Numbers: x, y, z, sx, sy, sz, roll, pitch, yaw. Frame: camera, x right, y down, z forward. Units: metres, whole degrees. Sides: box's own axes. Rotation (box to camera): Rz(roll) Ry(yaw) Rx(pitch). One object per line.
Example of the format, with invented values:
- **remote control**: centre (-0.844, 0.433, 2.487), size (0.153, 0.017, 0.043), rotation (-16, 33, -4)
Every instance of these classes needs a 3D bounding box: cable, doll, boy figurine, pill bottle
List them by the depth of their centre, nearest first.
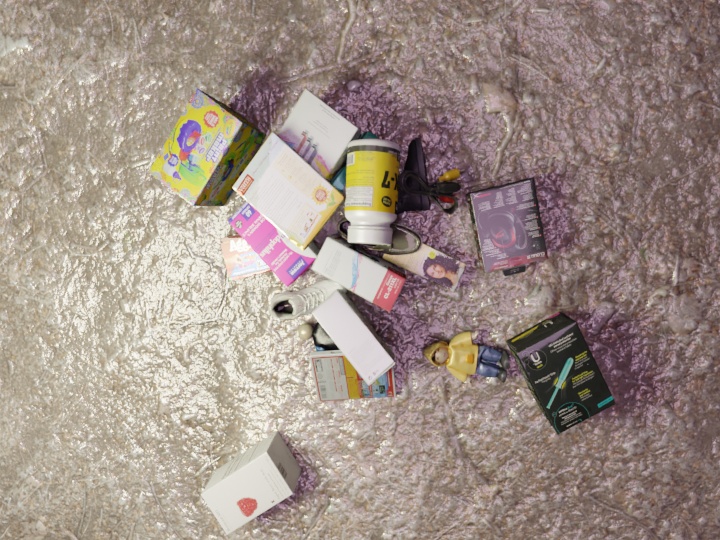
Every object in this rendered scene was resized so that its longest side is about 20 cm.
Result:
- **pill bottle**: centre (0.023, -0.159, 1.102), size (0.110, 0.114, 0.207), rotation (3, 92, 4)
- **cable**: centre (0.156, -0.177, 1.177), size (0.195, 0.050, 0.100), rotation (-4, 112, -30)
- **boy figurine**: centre (0.248, 0.201, 1.250), size (0.194, 0.065, 0.128), rotation (13, 100, -1)
- **doll**: centre (-0.057, 0.168, 1.275), size (0.194, 0.048, 0.141), rotation (14, 99, 2)

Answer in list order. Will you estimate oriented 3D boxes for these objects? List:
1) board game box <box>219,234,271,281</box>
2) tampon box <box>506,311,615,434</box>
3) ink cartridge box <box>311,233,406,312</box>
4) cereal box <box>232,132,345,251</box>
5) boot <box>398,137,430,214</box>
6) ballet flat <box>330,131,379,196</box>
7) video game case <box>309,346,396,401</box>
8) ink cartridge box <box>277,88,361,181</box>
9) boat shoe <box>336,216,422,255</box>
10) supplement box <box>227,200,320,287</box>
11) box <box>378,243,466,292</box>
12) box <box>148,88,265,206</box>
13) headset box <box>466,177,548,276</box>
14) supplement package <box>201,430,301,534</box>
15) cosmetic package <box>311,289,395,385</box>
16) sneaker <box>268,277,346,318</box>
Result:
- **board game box**: centre (-0.234, -0.048, 1.278), size (0.194, 0.019, 0.106), rotation (-13, 95, 5)
- **tampon box**: centre (0.449, 0.226, 1.206), size (0.147, 0.126, 0.204), rotation (-28, 93, 6)
- **ink cartridge box**: centre (0.000, 0.000, 1.202), size (0.196, 0.146, 0.084), rotation (28, 98, 0)
- **cereal box**: centre (-0.148, -0.162, 1.102), size (0.199, 0.040, 0.145), rotation (42, 98, -1)
- **boot**: centre (0.055, -0.207, 1.222), size (0.193, 0.066, 0.171), rotation (-7, 89, 13)
- **ballet flat**: centre (-0.012, -0.212, 1.175), size (0.069, 0.067, 0.203), rotation (32, 86, 14)
- **video game case**: centre (-0.016, 0.249, 1.269), size (0.193, 0.018, 0.147), rotation (-4, 120, 5)
- **ink cartridge box**: centre (-0.108, -0.262, 1.181), size (0.143, 0.145, 0.202), rotation (35, 99, -1)
- **boat shoe**: centre (0.041, -0.077, 1.185), size (0.195, 0.060, 0.074), rotation (13, 96, 6)
- **supplement box**: centre (-0.191, -0.075, 1.212), size (0.101, 0.103, 0.200), rotation (-43, 94, 6)
- **box**: centre (0.142, -0.026, 1.238), size (0.195, 0.050, 0.077), rotation (24, 97, 2)
- **box**: centre (-0.329, -0.260, 1.173), size (0.121, 0.193, 0.203), rotation (34, 97, -1)
- **headset box**: centre (0.331, -0.091, 1.204), size (0.144, 0.075, 0.206), rotation (-13, 95, 6)
- **supplement package**: centre (-0.261, 0.514, 1.293), size (0.197, 0.120, 0.123), rotation (-34, 94, 7)
- **cosmetic package**: centre (-0.013, 0.142, 1.171), size (0.081, 0.113, 0.202), rotation (-38, 88, 2)
- **sneaker**: centre (-0.126, 0.076, 1.243), size (0.195, 0.099, 0.080), rotation (-20, 95, 6)
